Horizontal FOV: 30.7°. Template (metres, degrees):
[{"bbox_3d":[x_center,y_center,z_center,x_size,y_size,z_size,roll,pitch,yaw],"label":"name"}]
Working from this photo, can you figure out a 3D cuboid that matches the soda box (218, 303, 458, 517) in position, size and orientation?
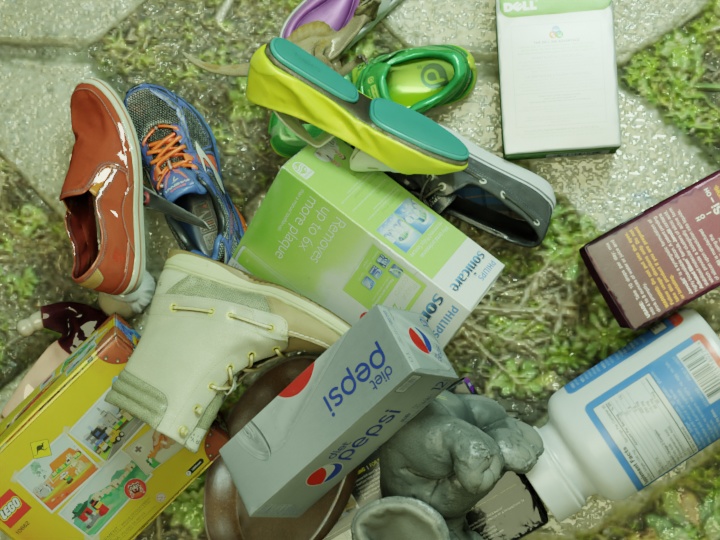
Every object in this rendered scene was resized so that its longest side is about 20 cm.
[{"bbox_3d":[-0.020,0.115,1.049,0.200,0.063,0.068,-43,58,25],"label":"soda box"}]

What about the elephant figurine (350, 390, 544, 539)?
[{"bbox_3d":[0.058,0.205,1.103,0.155,0.141,0.200,41,114,44],"label":"elephant figurine"}]

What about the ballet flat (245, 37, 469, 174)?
[{"bbox_3d":[-0.007,-0.122,1.102,0.200,0.067,0.067,28,120,-9],"label":"ballet flat"}]

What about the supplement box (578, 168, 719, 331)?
[{"bbox_3d":[0.297,-0.032,1.138,0.200,0.110,0.086,-29,87,5],"label":"supplement box"}]

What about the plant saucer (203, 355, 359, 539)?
[{"bbox_3d":[-0.065,0.174,1.162,0.034,0.200,0.200,29,94,-37],"label":"plant saucer"}]

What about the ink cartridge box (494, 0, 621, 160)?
[{"bbox_3d":[0.174,-0.202,1.176,0.104,0.059,0.200,-4,90,6],"label":"ink cartridge box"}]

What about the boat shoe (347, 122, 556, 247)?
[{"bbox_3d":[0.079,-0.073,1.159,0.200,0.070,0.066,24,51,-14],"label":"boat shoe"}]

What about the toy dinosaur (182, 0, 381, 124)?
[{"bbox_3d":[-0.060,-0.182,1.171,0.200,0.058,0.101,-17,50,18],"label":"toy dinosaur"}]

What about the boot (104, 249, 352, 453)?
[{"bbox_3d":[-0.102,0.084,1.100,0.200,0.072,0.155,21,78,15],"label":"boot"}]

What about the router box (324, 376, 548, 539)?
[{"bbox_3d":[0.048,0.210,1.194,0.200,0.051,0.149,-30,85,5],"label":"router box"}]

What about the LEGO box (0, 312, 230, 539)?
[{"bbox_3d":[-0.240,0.164,1.183,0.200,0.077,0.149,-44,107,1],"label":"LEGO box"}]

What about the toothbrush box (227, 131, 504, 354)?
[{"bbox_3d":[0.000,0.000,1.151,0.200,0.086,0.146,37,130,3],"label":"toothbrush box"}]

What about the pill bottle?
[{"bbox_3d":[0.234,0.130,1.145,0.200,0.112,0.112,-34,87,6],"label":"pill bottle"}]

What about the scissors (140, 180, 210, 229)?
[{"bbox_3d":[-0.200,-0.063,1.186,0.200,0.014,0.073,41,115,34],"label":"scissors"}]

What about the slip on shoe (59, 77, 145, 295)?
[{"bbox_3d":[-0.235,-0.077,1.168,0.074,0.061,0.200,-16,78,45],"label":"slip on shoe"}]

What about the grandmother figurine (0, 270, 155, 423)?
[{"bbox_3d":[-0.264,0.077,1.228,0.121,0.061,0.200,37,91,-23],"label":"grandmother figurine"}]

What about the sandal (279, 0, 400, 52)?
[{"bbox_3d":[0.001,-0.266,1.199,0.082,0.050,0.203,35,95,5],"label":"sandal"}]

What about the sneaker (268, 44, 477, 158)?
[{"bbox_3d":[0.006,-0.161,1.182,0.200,0.084,0.074,-21,88,6],"label":"sneaker"}]

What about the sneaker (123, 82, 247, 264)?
[{"bbox_3d":[-0.159,-0.084,1.203,0.075,0.078,0.200,-30,87,5],"label":"sneaker"}]
